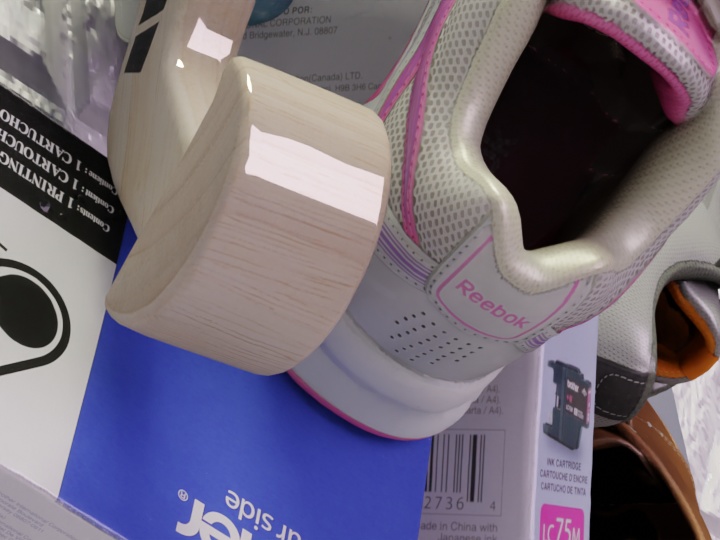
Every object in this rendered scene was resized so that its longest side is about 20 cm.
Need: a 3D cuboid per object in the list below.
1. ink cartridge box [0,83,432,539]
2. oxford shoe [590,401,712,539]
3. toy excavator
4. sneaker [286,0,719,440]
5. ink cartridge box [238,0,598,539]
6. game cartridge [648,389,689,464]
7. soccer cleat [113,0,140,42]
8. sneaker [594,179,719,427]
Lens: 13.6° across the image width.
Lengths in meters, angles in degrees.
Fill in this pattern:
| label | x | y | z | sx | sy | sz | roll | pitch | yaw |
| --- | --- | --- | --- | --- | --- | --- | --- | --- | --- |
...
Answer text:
| label | x | y | z | sx | sy | sz | roll | pitch | yaw |
| --- | --- | --- | --- | --- | --- | --- | --- | --- | --- |
| ink cartridge box | -0.074 | 0.016 | 0.627 | 0.200 | 0.044 | 0.094 | 35 | 41 | -24 |
| oxford shoe | 0.063 | 0.056 | 0.841 | 0.200 | 0.071 | 0.072 | -117 | -165 | -48 |
| toy excavator | -0.032 | -0.082 | 0.663 | 0.100 | 0.194 | 0.201 | 19 | 84 | -28 |
| sneaker | 0.054 | -0.057 | 0.656 | 0.081 | 0.088 | 0.201 | 30 | 69 | -23 |
| ink cartridge box | 0.000 | 0.000 | 0.740 | 0.042 | 0.119 | 0.201 | 10 | 81 | -59 |
| game cartridge | 0.068 | 0.088 | 1.002 | 0.200 | 0.041 | 0.134 | 1 | 72 | -66 |
| soccer cleat | -0.030 | -0.100 | 0.873 | 0.200 | 0.069 | 0.078 | -13 | 116 | -72 |
| sneaker | 0.074 | -0.003 | 0.841 | 0.200 | 0.079 | 0.074 | -36 | 154 | -60 |
